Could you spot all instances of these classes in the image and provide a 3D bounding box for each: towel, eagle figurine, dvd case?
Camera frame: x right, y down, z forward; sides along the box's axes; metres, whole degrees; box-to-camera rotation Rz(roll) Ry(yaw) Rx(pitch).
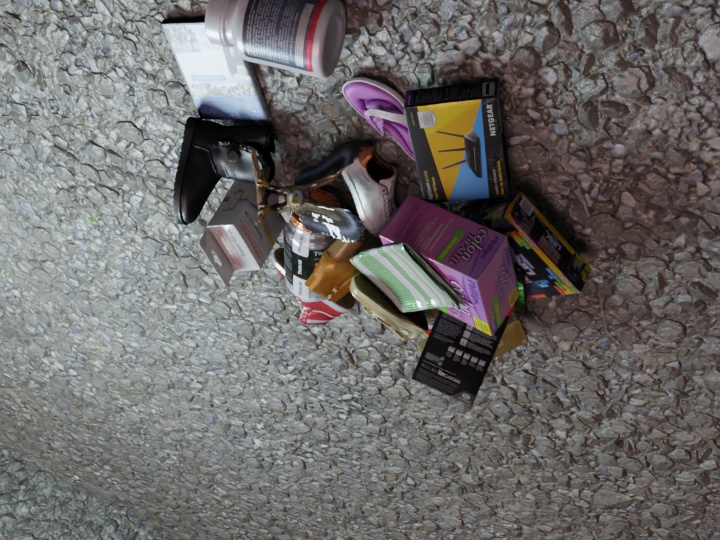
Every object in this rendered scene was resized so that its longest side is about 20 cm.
[{"bbox_3d":[0.074,0.016,1.624,0.153,0.023,0.199,45,160,-17],"label":"towel"},{"bbox_3d":[-0.084,-0.128,1.624,0.196,0.152,0.153,-4,133,6],"label":"eagle figurine"},{"bbox_3d":[-0.247,-0.344,1.638,0.140,0.018,0.202,5,137,24],"label":"dvd case"}]

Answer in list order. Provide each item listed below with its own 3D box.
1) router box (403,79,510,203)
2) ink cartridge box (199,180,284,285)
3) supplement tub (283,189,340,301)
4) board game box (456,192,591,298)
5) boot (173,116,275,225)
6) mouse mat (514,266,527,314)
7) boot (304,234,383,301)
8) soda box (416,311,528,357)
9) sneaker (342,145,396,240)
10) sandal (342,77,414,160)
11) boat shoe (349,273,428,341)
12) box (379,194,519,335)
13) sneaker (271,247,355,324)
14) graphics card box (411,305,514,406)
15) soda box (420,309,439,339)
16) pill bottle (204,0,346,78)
[{"bbox_3d":[0.159,-0.202,1.531,0.147,0.052,0.202,-4,135,14],"label":"router box"},{"bbox_3d":[-0.211,-0.080,1.766,0.067,0.202,0.117,-4,134,30],"label":"ink cartridge box"},{"bbox_3d":[-0.085,-0.048,1.798,0.121,0.123,0.202,15,140,11],"label":"supplement tub"},{"bbox_3d":[0.273,-0.037,1.643,0.200,0.057,0.164,44,152,-21],"label":"board game box"},{"bbox_3d":[-0.242,-0.169,1.709,0.165,0.076,0.204,11,96,9],"label":"boot"},{"bbox_3d":[0.211,0.004,1.725,0.198,0.008,0.162,24,156,26],"label":"mouse mat"},{"bbox_3d":[0.000,0.000,1.767,0.199,0.071,0.145,15,124,-40],"label":"boot"},{"bbox_3d":[0.212,0.136,1.805,0.198,0.068,0.064,-26,126,7],"label":"soda box"},{"bbox_3d":[0.036,-0.132,1.679,0.084,0.073,0.201,-5,131,35],"label":"sneaker"},{"bbox_3d":[0.053,-0.241,1.566,0.202,0.050,0.082,37,140,-16],"label":"sandal"},{"bbox_3d":[0.044,0.073,1.756,0.063,0.074,0.200,-35,136,26],"label":"boat shoe"},{"bbox_3d":[0.153,-0.008,1.610,0.198,0.097,0.177,25,157,30],"label":"box"},{"bbox_3d":[-0.119,0.040,1.953,0.199,0.072,0.112,36,136,-16],"label":"sneaker"},{"bbox_3d":[0.186,0.128,1.730,0.124,0.051,0.203,22,97,5],"label":"graphics card box"},{"bbox_3d":[0.137,0.073,1.851,0.063,0.068,0.201,-12,129,23],"label":"soda box"},{"bbox_3d":[-0.131,-0.374,1.464,0.197,0.121,0.121,15,140,12],"label":"pill bottle"}]
